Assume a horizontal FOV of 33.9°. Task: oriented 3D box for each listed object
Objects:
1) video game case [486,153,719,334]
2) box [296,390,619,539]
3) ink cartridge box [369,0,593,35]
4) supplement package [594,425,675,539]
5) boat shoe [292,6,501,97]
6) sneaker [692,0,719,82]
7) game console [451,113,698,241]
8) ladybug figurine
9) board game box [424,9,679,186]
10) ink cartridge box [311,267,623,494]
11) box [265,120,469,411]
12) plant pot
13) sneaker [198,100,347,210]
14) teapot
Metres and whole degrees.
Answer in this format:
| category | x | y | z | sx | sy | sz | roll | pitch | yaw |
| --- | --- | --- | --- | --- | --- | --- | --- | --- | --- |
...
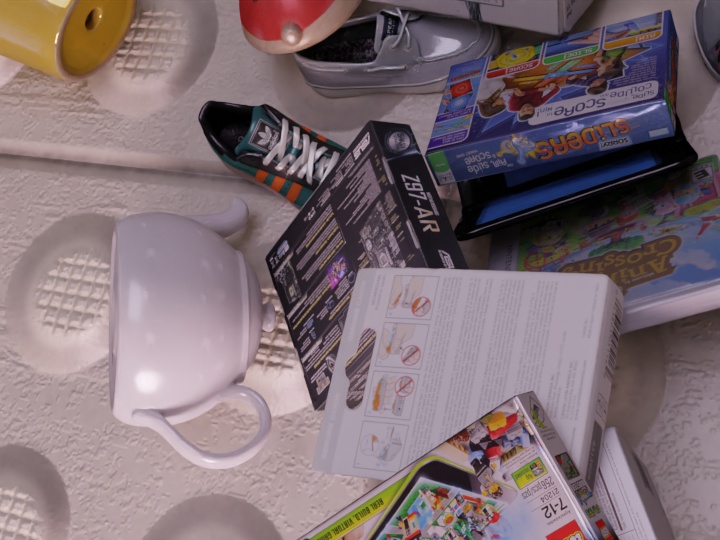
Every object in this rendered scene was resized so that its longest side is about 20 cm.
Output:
| category | x | y | z | sx | sy | sz | roll | pitch | yaw |
| --- | --- | --- | --- | --- | --- | --- | --- | --- | --- |
| video game case | 0.189 | -0.010 | 0.920 | 0.198 | 0.022 | 0.183 | -17 | 30 | 22 |
| box | 0.056 | 0.176 | 0.759 | 0.199 | 0.035 | 0.111 | -38 | 72 | 23 |
| ink cartridge box | 0.118 | -0.294 | 1.055 | 0.198 | 0.084 | 0.147 | 17 | 47 | 26 |
| supplement package | 0.130 | 0.231 | 0.848 | 0.198 | 0.152 | 0.152 | -24 | 63 | 13 |
| boat shoe | 0.029 | -0.207 | 1.098 | 0.198 | 0.071 | 0.071 | -6 | 69 | 21 |
| sneaker | 0.317 | -0.167 | 0.933 | 0.083 | 0.121 | 0.202 | -30 | 62 | 10 |
| game console | 0.163 | -0.112 | 0.979 | 0.198 | 0.116 | 0.178 | -17 | 66 | 14 |
| ladybug figurine | -0.058 | -0.277 | 1.120 | 0.134 | 0.072 | 0.201 | -19 | 36 | 15 |
| board game box | 0.159 | -0.142 | 0.972 | 0.198 | 0.035 | 0.136 | -10 | 38 | 26 |
| ink cartridge box | 0.075 | 0.081 | 0.829 | 0.198 | 0.047 | 0.162 | 1 | 67 | 30 |
| box | 0.000 | 0.000 | 0.989 | 0.200 | 0.043 | 0.162 | -49 | 52 | 43 |
| plant pot | -0.342 | -0.300 | 1.223 | 0.188 | 0.201 | 0.202 | 32 | 85 | 13 |
| sneaker | -0.070 | -0.105 | 1.097 | 0.198 | 0.080 | 0.072 | 21 | 80 | 28 |
| teapot | -0.146 | 0.046 | 1.038 | 0.144 | 0.197 | 0.203 | 2 | 101 | -14 |
